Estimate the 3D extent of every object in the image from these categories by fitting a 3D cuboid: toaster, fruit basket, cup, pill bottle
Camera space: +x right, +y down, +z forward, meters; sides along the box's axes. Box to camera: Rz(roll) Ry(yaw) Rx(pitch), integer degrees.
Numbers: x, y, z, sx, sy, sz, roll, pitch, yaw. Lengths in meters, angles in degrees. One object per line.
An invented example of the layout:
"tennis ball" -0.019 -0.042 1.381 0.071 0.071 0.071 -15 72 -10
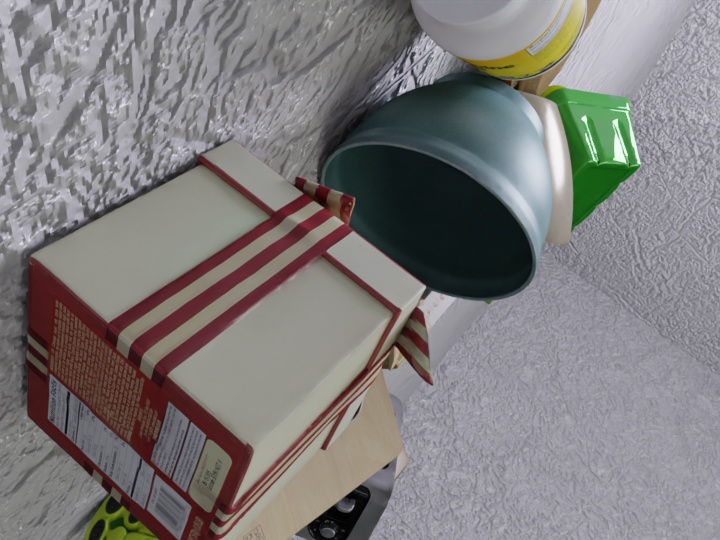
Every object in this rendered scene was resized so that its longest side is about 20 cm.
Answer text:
"toaster" -0.050 0.212 0.921 0.200 0.180 0.119 -75 -170 -58
"fruit basket" 0.238 -0.162 0.973 0.155 0.216 0.216 -1 136 -30
"cup" 0.146 -0.122 0.839 0.200 0.200 0.144 -11 115 -71
"pill bottle" 0.101 -0.207 0.564 0.113 0.112 0.200 -57 166 18

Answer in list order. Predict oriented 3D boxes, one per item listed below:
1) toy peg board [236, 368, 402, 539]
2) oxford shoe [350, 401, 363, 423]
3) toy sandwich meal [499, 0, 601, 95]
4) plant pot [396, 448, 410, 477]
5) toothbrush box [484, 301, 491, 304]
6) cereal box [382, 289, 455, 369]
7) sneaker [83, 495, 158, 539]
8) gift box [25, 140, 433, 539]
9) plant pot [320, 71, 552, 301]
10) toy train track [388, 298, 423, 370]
"toy peg board" -0.083 0.119 0.695 0.199 0.098 0.201 -28 111 -35
"oxford shoe" -0.040 0.043 0.624 0.075 0.201 0.058 -24 -163 -32
"toy sandwich meal" 0.206 -0.279 0.854 0.205 0.070 0.205 -54 168 -16
"plant pot" 0.002 0.486 1.902 0.200 0.177 0.200 -40 163 -43
"toothbrush box" 0.190 -0.061 1.180 0.086 0.145 0.200 -45 165 -26
"cereal box" 0.060 0.051 1.018 0.200 0.040 0.144 -45 -165 -27
"sneaker" -0.198 0.241 0.792 0.200 0.074 0.084 -34 154 -55
"gift box" -0.073 0.058 0.487 0.187 0.200 0.185 -42 168 -44
"plant pot" 0.083 -0.087 0.676 0.134 0.200 0.200 -60 171 -25
"toy train track" 0.038 0.068 0.834 0.200 0.032 0.115 -36 129 -67
